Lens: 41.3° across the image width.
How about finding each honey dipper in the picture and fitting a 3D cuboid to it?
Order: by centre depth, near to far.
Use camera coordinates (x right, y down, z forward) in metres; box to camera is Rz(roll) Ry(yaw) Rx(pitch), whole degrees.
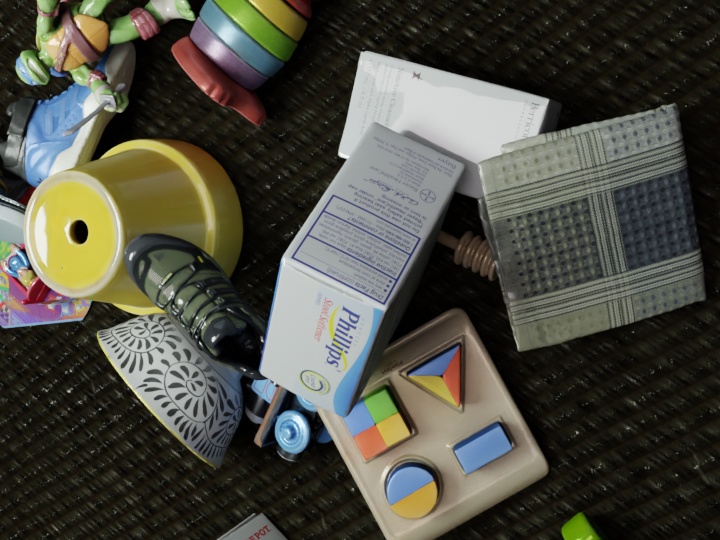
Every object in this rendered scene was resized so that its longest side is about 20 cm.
[{"bbox_3d":[0.060,-0.047,1.004,0.198,0.038,0.038,27,105,22],"label":"honey dipper"}]

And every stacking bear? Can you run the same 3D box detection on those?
[{"bbox_3d":[-0.098,-0.275,1.011,0.200,0.121,0.114,-48,68,10],"label":"stacking bear"}]

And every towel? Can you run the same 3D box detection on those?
[{"bbox_3d":[0.215,-0.038,0.892,0.197,0.035,0.195,-15,104,-1],"label":"towel"}]

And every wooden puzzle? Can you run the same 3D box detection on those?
[{"bbox_3d":[0.071,0.167,0.968,0.184,0.046,0.202,-29,93,2],"label":"wooden puzzle"}]

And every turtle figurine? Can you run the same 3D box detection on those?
[{"bbox_3d":[-0.270,-0.245,0.990,0.193,0.200,0.145,-38,95,-4],"label":"turtle figurine"}]

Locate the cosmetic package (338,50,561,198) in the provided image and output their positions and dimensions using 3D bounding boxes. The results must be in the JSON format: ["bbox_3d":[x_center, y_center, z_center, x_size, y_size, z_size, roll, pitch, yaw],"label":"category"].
[{"bbox_3d":[0.089,-0.140,0.955,0.198,0.081,0.115,17,100,21],"label":"cosmetic package"}]

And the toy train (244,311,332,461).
[{"bbox_3d":[-0.061,0.107,1.045,0.114,0.086,0.202,34,109,26],"label":"toy train"}]

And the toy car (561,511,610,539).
[{"bbox_3d":[0.223,0.373,0.921,0.164,0.158,0.200,-42,90,10],"label":"toy car"}]

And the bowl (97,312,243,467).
[{"bbox_3d":[-0.190,0.113,1.062,0.094,0.201,0.201,-41,78,-6],"label":"bowl"}]

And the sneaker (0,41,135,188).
[{"bbox_3d":[-0.345,-0.193,1.105,0.110,0.077,0.202,24,85,2],"label":"sneaker"}]

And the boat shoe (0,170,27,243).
[{"bbox_3d":[-0.426,-0.098,1.067,0.198,0.071,0.092,16,67,23],"label":"boat shoe"}]

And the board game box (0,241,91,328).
[{"bbox_3d":[-0.425,-0.008,1.207,0.197,0.039,0.161,-6,93,23],"label":"board game box"}]

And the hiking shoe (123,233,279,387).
[{"bbox_3d":[-0.149,0.036,0.949,0.199,0.101,0.076,40,86,-16],"label":"hiking shoe"}]

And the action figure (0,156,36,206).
[{"bbox_3d":[-0.424,-0.119,1.180,0.192,0.105,0.200,35,70,19],"label":"action figure"}]

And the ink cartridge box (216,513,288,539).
[{"bbox_3d":[-0.097,0.385,1.049,0.200,0.146,0.085,42,111,15],"label":"ink cartridge box"}]

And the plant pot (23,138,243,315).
[{"bbox_3d":[-0.258,-0.045,1.054,0.198,0.188,0.204,2,96,21],"label":"plant pot"}]

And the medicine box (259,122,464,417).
[{"bbox_3d":[0.000,0.000,0.901,0.102,0.201,0.183,26,141,7],"label":"medicine box"}]
